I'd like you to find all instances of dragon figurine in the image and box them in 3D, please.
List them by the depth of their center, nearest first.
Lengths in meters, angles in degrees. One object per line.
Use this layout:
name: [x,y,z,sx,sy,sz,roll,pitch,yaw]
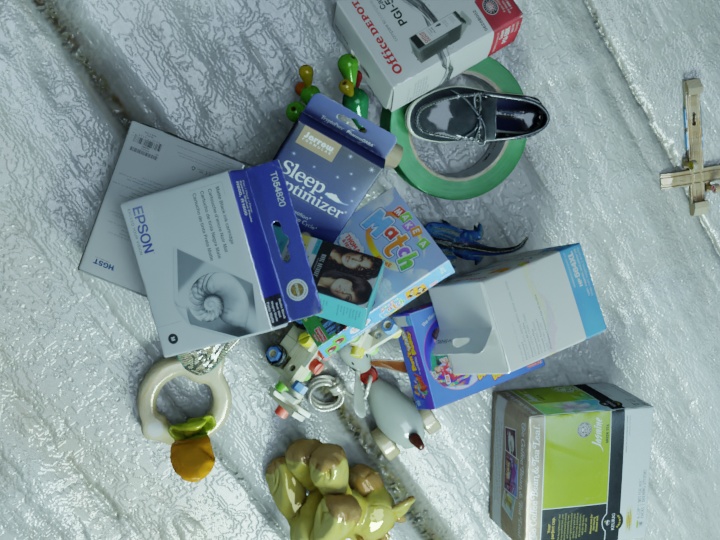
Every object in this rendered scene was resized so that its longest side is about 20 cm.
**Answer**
dragon figurine: [0.118,-0.037,1.665,0.099,0.200,0.059,-8,109,-54]

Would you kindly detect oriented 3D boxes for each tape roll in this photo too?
tape roll: [0.128,-0.197,1.682,0.200,0.048,0.201,-3,101,-16]

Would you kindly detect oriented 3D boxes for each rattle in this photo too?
rattle: [-0.219,0.148,1.604,0.130,0.143,0.200,20,101,-1]

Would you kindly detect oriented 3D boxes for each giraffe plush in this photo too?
giraffe plush: [-0.017,0.325,1.701,0.162,0.172,0.200,-3,92,-38]

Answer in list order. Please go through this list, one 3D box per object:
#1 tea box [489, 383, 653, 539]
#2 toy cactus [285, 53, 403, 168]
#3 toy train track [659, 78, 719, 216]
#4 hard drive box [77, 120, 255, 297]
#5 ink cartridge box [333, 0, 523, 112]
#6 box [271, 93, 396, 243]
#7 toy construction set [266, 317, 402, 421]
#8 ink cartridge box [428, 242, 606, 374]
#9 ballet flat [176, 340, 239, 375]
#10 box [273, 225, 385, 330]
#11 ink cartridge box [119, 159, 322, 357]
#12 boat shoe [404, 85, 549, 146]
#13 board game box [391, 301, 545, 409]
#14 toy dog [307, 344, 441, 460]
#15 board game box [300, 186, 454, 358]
tea box: [0.300,0.278,1.785,0.196,0.134,0.200,-2,101,-17]
toy cactus: [-0.027,-0.173,1.607,0.165,0.102,0.200,21,87,-21]
toy train track: [0.492,-0.178,1.804,0.114,0.033,0.200,-10,103,-15]
hard drive box: [-0.242,-0.067,1.555,0.156,0.077,0.200,22,94,4]
ink cartridge box: [0.085,-0.321,1.598,0.200,0.083,0.147,-31,80,-9]
box: [-0.054,-0.112,1.537,0.121,0.032,0.200,28,121,-10]
toy construction set: [-0.052,0.112,1.643,0.200,0.131,0.092,-47,148,-14]
ink cartridge box: [0.196,0.055,1.637,0.200,0.128,0.125,-19,94,-31]
ballet flat: [-0.158,0.048,1.579,0.200,0.068,0.075,-45,141,-9]
box: [-0.077,0.001,1.540,0.200,0.049,0.082,17,54,5]
ink cartridge box: [-0.167,-0.014,1.484,0.200,0.041,0.200,-16,91,10]
boat shoe: [0.157,-0.203,1.633,0.200,0.062,0.075,-1,103,-15]
board game box: [0.151,0.097,1.707,0.200,0.045,0.135,-17,94,-31]
toy dog: [0.035,0.182,1.705,0.200,0.096,0.132,36,89,-20]
board game box: [0.000,0.000,1.614,0.200,0.151,0.037,-33,144,-2]
